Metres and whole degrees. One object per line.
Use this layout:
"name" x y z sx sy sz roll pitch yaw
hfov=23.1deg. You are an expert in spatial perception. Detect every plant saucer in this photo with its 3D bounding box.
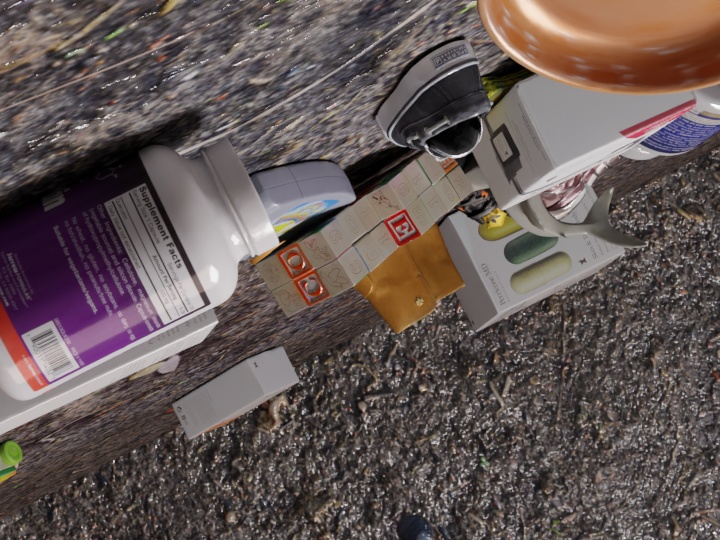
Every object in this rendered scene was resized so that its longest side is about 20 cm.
"plant saucer" 0.171 -0.175 1.066 0.199 0.038 0.200 5 153 2

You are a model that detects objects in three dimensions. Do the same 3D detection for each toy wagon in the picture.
"toy wagon" -0.541 0.284 2.311 0.155 0.040 0.200 -31 173 29

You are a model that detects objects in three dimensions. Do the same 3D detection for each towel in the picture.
"towel" 0.151 -0.170 1.573 0.200 0.018 0.086 -22 176 -42

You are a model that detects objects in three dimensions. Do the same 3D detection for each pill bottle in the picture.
"pill bottle" -0.158 -0.007 1.123 0.200 0.113 0.112 -27 174 -5
"pill bottle" 0.300 -0.176 1.665 0.119 0.120 0.200 -25 174 -20

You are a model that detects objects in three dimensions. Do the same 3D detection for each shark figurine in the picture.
"shark figurine" 0.180 -0.061 1.726 0.128 0.090 0.214 -42 128 8

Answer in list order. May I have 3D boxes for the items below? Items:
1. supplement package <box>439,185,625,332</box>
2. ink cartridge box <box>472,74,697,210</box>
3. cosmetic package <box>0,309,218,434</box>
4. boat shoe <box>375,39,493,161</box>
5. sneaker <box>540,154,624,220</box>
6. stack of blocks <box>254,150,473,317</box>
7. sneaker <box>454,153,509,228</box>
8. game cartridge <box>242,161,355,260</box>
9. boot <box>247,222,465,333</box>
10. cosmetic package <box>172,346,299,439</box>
"supplement package" 0.224 -0.035 2.406 0.200 0.152 0.151 -26 174 -13
"ink cartridge box" 0.191 -0.133 1.561 0.145 0.084 0.200 -25 176 -11
"cosmetic package" -0.218 0.039 1.285 0.200 0.108 0.085 -24 174 -17
"boat shoe" 0.064 -0.117 1.367 0.072 0.068 0.200 -26 174 -13
"sneaker" 0.217 -0.150 1.775 0.115 0.076 0.200 33 96 -41
"stack of blocks" 0.006 -0.040 1.611 0.115 0.059 0.200 -27 -172 38
"sneaker" 0.118 -0.085 1.787 0.070 0.090 0.200 -30 174 26
"game cartridge" -0.081 -0.048 1.496 0.133 0.041 0.200 -33 173 19
"boot" 0.000 0.000 1.738 0.201 0.144 0.071 -24 173 -25
"cosmetic package" -0.212 0.207 2.972 0.200 0.071 0.101 -32 172 36
